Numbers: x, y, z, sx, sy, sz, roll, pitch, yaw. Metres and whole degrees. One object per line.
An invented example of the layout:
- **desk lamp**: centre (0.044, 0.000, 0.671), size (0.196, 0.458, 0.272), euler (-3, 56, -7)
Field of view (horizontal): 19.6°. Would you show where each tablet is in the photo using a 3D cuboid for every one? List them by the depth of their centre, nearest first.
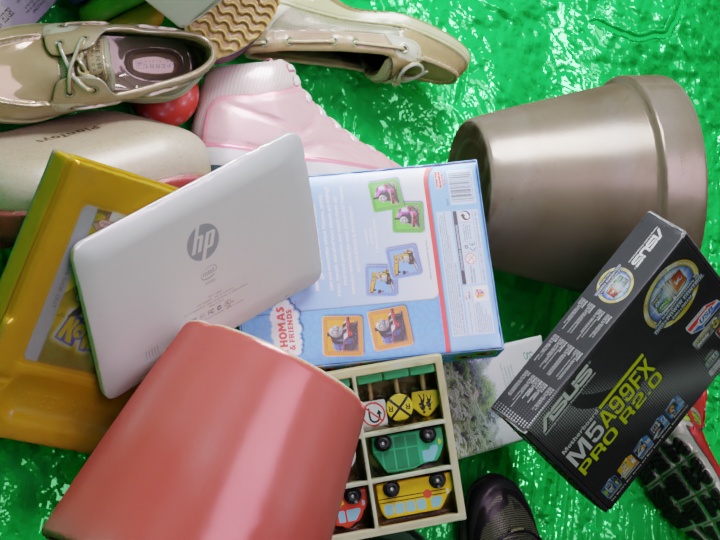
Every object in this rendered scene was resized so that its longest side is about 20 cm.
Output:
- **tablet**: centre (-0.112, -0.004, 1.479), size (0.199, 0.014, 0.131), euler (-30, 129, -30)

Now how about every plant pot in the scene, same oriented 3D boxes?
- **plant pot**: centre (-0.094, 0.144, 1.438), size (0.200, 0.200, 0.178), euler (31, 76, -22)
- **plant pot**: centre (0.170, -0.065, 1.737), size (0.172, 0.200, 0.201), euler (0, 74, -18)

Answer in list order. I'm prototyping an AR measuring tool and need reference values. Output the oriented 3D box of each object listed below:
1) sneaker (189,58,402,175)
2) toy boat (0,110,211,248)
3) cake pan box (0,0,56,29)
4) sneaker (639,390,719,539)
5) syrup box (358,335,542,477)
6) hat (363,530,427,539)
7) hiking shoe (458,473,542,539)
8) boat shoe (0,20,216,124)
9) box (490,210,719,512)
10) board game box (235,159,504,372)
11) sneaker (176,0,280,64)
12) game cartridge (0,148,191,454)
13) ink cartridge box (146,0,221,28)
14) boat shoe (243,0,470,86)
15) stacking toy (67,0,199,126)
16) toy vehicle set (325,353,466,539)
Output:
- **sneaker**: centre (-0.042, -0.113, 1.662), size (0.199, 0.075, 0.105), euler (10, 74, -27)
- **toy boat**: centre (-0.199, -0.038, 1.520), size (0.199, 0.130, 0.132), euler (-18, 115, -36)
- **cake pan box**: centre (-0.338, -0.202, 1.506), size (0.184, 0.052, 0.200), euler (45, 55, -11)
- **sneaker**: centre (0.279, 0.137, 1.803), size (0.085, 0.077, 0.201), euler (-28, 92, -42)
- **syrup box**: centre (0.058, 0.112, 1.652), size (0.199, 0.081, 0.079), euler (-12, 87, -38)
- **hat**: centre (0.063, 0.247, 1.550), size (0.199, 0.176, 0.167), euler (0, 74, -34)
- **hiking shoe**: centre (0.144, 0.253, 1.653), size (0.075, 0.101, 0.201), euler (-12, 81, -37)
- **boat shoe**: centre (-0.201, -0.149, 1.508), size (0.199, 0.065, 0.073), euler (-6, 86, -30)
- **box**: centre (0.211, 0.075, 1.653), size (0.200, 0.044, 0.160), euler (-50, 138, -5)
- **board game box**: centre (0.000, 0.000, 1.592), size (0.199, 0.037, 0.152), euler (-5, 76, -9)
- **sneaker**: centre (-0.103, -0.236, 1.652), size (0.075, 0.090, 0.201), euler (32, 60, -19)
- **game cartridge**: centre (-0.179, 0.030, 1.461), size (0.176, 0.032, 0.201), euler (16, 97, -47)
- **ink cartridge box**: centre (-0.147, -0.301, 1.548), size (0.147, 0.085, 0.201), euler (37, 38, -27)
- **boat shoe**: centre (-0.004, -0.180, 1.717), size (0.200, 0.073, 0.064), euler (16, 73, -27)
- **stacking toy**: centre (-0.186, -0.200, 1.600), size (0.085, 0.085, 0.201), euler (-31, 100, -37)
- **toy vehicle set**: centre (-0.029, 0.139, 1.544), size (0.199, 0.027, 0.125), euler (-10, 91, -5)
